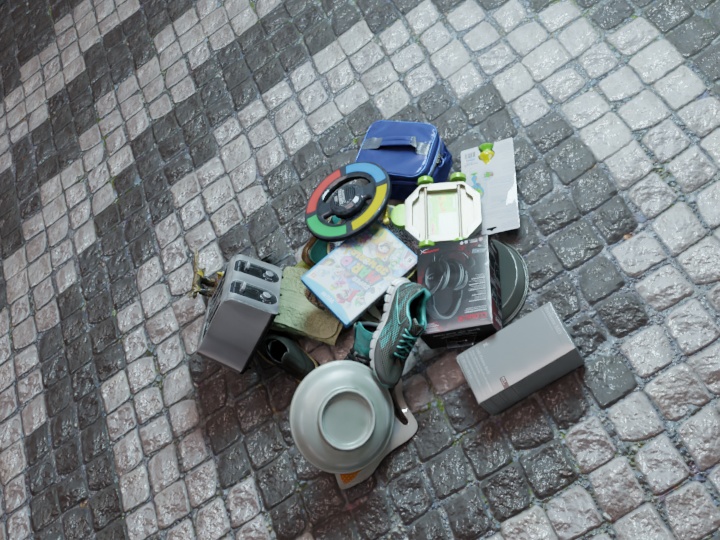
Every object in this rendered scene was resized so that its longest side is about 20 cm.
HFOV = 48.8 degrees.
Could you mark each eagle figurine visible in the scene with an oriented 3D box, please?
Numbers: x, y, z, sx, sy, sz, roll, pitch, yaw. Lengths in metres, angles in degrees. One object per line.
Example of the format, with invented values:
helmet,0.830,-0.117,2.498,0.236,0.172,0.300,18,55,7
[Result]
eagle figurine,-0.285,0.032,1.780,0.195,0.151,0.155,1,101,2

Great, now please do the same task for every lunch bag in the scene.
lunch bag,0.095,-0.235,1.688,0.197,0.132,0.138,9,70,32

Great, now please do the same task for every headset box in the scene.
headset box,0.185,0.050,1.484,0.146,0.077,0.204,-11,60,24

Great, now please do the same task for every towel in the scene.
towel,-0.105,0.068,1.669,0.197,0.036,0.151,12,72,32

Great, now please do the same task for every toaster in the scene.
toaster,-0.246,0.091,1.618,0.202,0.117,0.182,-59,16,26

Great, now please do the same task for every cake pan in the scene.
cake pan,0.228,0.023,1.544,0.196,0.037,0.204,-13,60,23

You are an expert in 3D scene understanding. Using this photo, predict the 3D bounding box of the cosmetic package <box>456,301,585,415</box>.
cosmetic package,0.286,0.158,1.414,0.198,0.090,0.108,-35,54,13

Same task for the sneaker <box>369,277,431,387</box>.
sneaker,0.076,0.111,1.432,0.090,0.077,0.205,-1,75,54

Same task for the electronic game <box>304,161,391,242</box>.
electronic game,-0.027,-0.142,1.616,0.196,0.042,0.203,-18,48,21

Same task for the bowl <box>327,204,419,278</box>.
bowl,0.036,-0.026,1.626,0.196,0.095,0.205,-4,60,6

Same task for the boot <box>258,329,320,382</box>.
boot,-0.178,0.153,1.639,0.198,0.138,0.078,24,78,36

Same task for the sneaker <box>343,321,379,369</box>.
sneaker,-0.004,0.163,1.492,0.083,0.123,0.199,31,44,30

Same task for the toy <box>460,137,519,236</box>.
toy,0.266,-0.161,1.610,0.113,0.047,0.204,-11,67,25

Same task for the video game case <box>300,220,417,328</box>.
video game case,0.000,0.000,1.550,0.199,0.018,0.143,-40,64,-15

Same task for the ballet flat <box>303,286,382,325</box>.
ballet flat,-0.017,0.069,1.576,0.198,0.076,0.068,33,54,-2

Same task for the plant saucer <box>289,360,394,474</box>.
plant saucer,-0.028,0.265,1.419,0.203,0.198,0.050,-59,11,-10

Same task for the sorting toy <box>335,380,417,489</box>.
sorting toy,0.011,0.279,1.515,0.177,0.108,0.203,-19,56,-4

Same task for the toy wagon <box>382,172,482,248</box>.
toy wagon,0.142,-0.113,1.578,0.195,0.040,0.158,-4,65,12

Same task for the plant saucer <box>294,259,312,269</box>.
plant saucer,-0.096,0.043,1.717,0.196,0.031,0.204,-13,60,23

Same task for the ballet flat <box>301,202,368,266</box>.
ballet flat,-0.063,-0.085,1.737,0.201,0.068,0.072,-51,23,-22
